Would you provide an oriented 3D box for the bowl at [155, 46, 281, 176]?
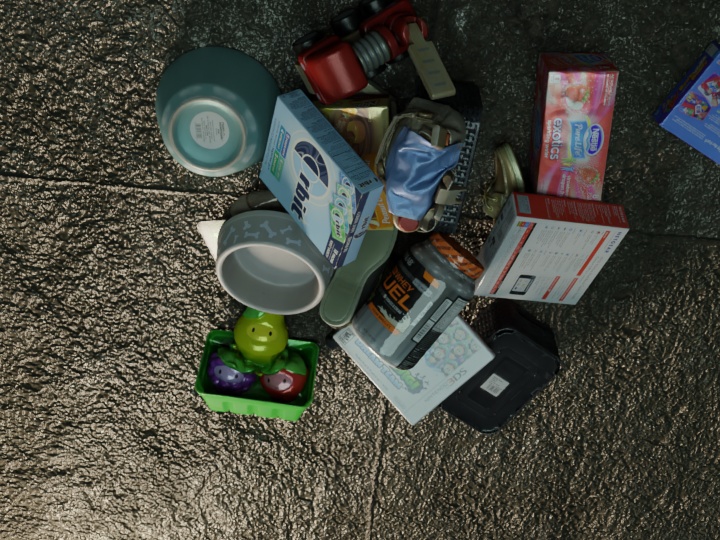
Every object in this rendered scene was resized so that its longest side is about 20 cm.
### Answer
[{"bbox_3d":[-0.218,-0.220,1.308,0.200,0.105,0.201,2,121,3],"label":"bowl"}]

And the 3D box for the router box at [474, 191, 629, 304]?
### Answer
[{"bbox_3d":[0.284,-0.029,1.352,0.179,0.049,0.200,6,142,-12],"label":"router box"}]

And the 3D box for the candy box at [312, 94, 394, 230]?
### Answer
[{"bbox_3d":[-0.009,-0.158,1.314,0.115,0.055,0.201,0,121,7],"label":"candy box"}]

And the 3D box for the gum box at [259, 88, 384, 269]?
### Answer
[{"bbox_3d":[-0.061,-0.129,1.260,0.200,0.044,0.170,51,146,22],"label":"gum box"}]

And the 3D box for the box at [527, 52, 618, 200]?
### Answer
[{"bbox_3d":[0.309,-0.210,1.290,0.102,0.095,0.201,1,120,1],"label":"box"}]

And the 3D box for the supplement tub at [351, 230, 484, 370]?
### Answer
[{"bbox_3d":[0.090,0.044,1.342,0.122,0.123,0.200,35,102,-16],"label":"supplement tub"}]

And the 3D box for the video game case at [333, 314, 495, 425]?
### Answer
[{"bbox_3d":[0.086,0.122,1.430,0.182,0.024,0.200,-42,91,13],"label":"video game case"}]

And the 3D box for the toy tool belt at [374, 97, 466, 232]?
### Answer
[{"bbox_3d":[0.079,-0.121,1.179,0.124,0.123,0.201,11,120,-3],"label":"toy tool belt"}]

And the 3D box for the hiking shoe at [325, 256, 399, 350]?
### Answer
[{"bbox_3d":[-0.003,0.046,1.477,0.101,0.076,0.200,41,105,-10],"label":"hiking shoe"}]

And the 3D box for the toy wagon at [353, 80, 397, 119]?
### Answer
[{"bbox_3d":[-0.033,-0.202,1.346,0.155,0.040,0.200,33,117,-15],"label":"toy wagon"}]

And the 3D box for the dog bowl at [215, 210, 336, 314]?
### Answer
[{"bbox_3d":[-0.137,-0.005,1.388,0.199,0.059,0.200,8,141,6],"label":"dog bowl"}]

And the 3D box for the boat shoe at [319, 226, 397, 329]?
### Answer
[{"bbox_3d":[0.000,0.000,1.399,0.072,0.061,0.202,28,81,16],"label":"boat shoe"}]

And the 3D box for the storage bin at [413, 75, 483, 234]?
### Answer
[{"bbox_3d":[0.113,-0.170,1.299,0.093,0.135,0.201,8,120,-2],"label":"storage bin"}]

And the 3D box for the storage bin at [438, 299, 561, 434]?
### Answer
[{"bbox_3d":[0.231,0.167,1.507,0.135,0.094,0.200,32,116,-15],"label":"storage bin"}]

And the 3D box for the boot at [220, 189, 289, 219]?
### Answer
[{"bbox_3d":[-0.124,-0.056,1.427,0.146,0.070,0.200,-24,122,26],"label":"boot"}]

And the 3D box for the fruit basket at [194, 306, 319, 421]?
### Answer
[{"bbox_3d":[-0.173,0.151,1.505,0.215,0.156,0.216,4,140,3],"label":"fruit basket"}]

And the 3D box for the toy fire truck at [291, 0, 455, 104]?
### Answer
[{"bbox_3d":[0.025,-0.281,1.183,0.176,0.200,0.129,-33,115,-10],"label":"toy fire truck"}]

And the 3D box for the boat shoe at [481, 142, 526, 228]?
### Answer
[{"bbox_3d":[0.224,-0.101,1.371,0.066,0.074,0.201,-12,119,3],"label":"boat shoe"}]

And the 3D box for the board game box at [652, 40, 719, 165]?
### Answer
[{"bbox_3d":[0.556,-0.225,1.297,0.200,0.045,0.135,29,117,-13],"label":"board game box"}]

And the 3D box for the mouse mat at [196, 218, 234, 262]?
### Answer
[{"bbox_3d":[-0.163,-0.015,1.432,0.160,0.008,0.200,-2,137,17],"label":"mouse mat"}]
